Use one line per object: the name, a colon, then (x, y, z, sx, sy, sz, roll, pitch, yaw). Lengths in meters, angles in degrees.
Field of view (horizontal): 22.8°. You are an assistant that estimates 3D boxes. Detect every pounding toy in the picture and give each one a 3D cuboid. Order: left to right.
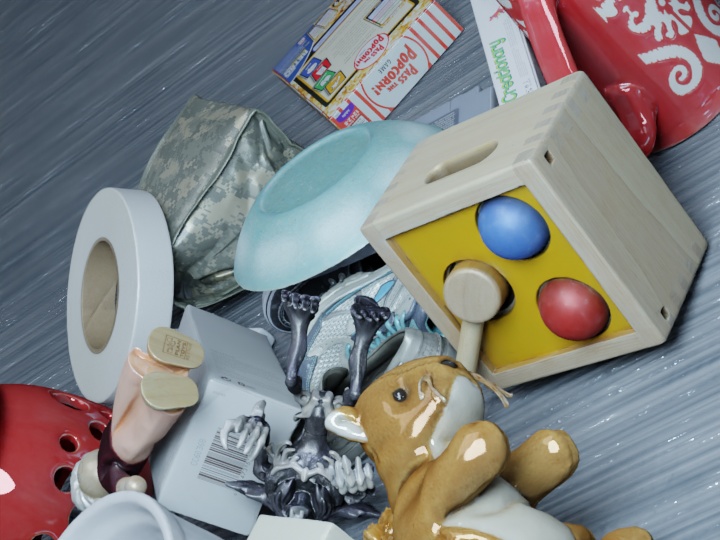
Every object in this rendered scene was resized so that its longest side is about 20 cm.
pounding toy: (0.102, 0.007, 1.201, 0.200, 0.184, 0.142, -21, 26, 43)

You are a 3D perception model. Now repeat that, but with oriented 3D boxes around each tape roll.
tape roll: (-0.224, 0.025, 1.643, 0.203, 0.037, 0.204, -18, 70, 61)

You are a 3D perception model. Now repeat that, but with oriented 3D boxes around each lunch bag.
lunch bag: (-0.145, -0.052, 1.686, 0.200, 0.117, 0.164, -57, 28, -8)

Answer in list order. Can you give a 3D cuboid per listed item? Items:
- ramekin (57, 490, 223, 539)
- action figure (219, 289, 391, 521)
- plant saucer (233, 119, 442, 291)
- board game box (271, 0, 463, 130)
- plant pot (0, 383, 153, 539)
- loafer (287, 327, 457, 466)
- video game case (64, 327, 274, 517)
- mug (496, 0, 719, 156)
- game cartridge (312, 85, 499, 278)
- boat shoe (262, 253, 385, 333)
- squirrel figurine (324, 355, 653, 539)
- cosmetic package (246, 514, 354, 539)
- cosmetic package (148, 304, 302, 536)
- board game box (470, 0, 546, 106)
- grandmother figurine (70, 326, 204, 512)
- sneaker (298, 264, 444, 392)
ramekin: (-0.159, 0.269, 1.283, 0.200, 0.098, 0.201, -32, 44, 37)
action figure: (-0.038, 0.117, 1.253, 0.102, 0.118, 0.201, -39, -42, -74)
plant saucer: (-0.026, -0.064, 1.387, 0.200, 0.039, 0.201, -30, 24, 15)
board game box: (0.002, -0.216, 1.756, 0.152, 0.046, 0.200, -48, 27, 3)
plant pot: (-0.301, 0.186, 1.515, 0.200, 0.182, 0.201, -37, 37, 34)
loafer: (-0.008, 0.100, 1.336, 0.200, 0.070, 0.070, -37, 32, 32)
video game case: (-0.177, 0.138, 1.599, 0.182, 0.023, 0.201, -4, 52, 55)
mug: (0.178, -0.187, 1.282, 0.133, 0.200, 0.178, -38, 29, 18)
game cartridge: (0.028, -0.068, 1.413, 0.199, 0.042, 0.133, -28, 28, 19)
boat shoe: (0.000, 0.000, 1.465, 0.200, 0.072, 0.068, -31, 30, 18)
squirrel figurine: (0.047, 0.157, 1.074, 0.187, 0.141, 0.200, 53, 133, 32)
cosmetic package: (-0.054, 0.271, 1.157, 0.087, 0.103, 0.201, -6, 52, 51)
cosmetic package: (-0.114, 0.114, 1.411, 0.200, 0.081, 0.113, -119, 51, -72)
board game box: (0.131, -0.129, 1.360, 0.034, 0.127, 0.200, -23, 33, 11)
grandmother figurine: (-0.174, 0.122, 1.349, 0.200, 0.060, 0.122, -55, 15, 45)
sneaker: (0.028, 0.035, 1.365, 0.200, 0.078, 0.086, -45, 31, 10)
